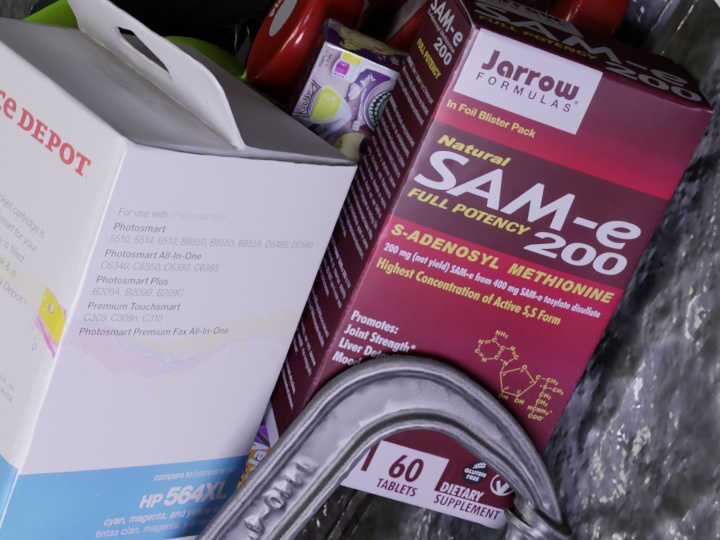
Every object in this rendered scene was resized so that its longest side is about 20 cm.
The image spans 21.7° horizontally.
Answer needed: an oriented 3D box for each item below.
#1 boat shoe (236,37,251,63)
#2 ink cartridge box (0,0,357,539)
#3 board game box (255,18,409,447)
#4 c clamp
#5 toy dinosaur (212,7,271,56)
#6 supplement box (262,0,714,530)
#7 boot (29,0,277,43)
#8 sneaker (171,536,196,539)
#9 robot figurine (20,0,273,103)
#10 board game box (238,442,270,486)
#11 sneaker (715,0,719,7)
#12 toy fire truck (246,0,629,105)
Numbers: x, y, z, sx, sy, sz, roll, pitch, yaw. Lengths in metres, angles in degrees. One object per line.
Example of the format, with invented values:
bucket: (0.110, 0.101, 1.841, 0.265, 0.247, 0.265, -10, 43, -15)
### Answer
boat shoe: (-0.107, -0.152, 1.136, 0.071, 0.069, 0.201, 33, 108, 60)
ink cartridge box: (-0.104, -0.007, 0.757, 0.128, 0.125, 0.201, 37, 113, 38)
board game box: (0.000, 0.000, 0.823, 0.032, 0.119, 0.201, -91, 24, -57)
c clamp: (0.012, 0.137, 0.763, 0.201, 0.170, 0.027, -56, 12, 13)
toy dinosaur: (-0.099, -0.101, 1.017, 0.136, 0.085, 0.201, -56, 13, 40)
supplement box: (0.046, -0.003, 0.754, 0.061, 0.108, 0.201, -111, 41, -62)
boot: (-0.084, -0.193, 0.932, 0.198, 0.073, 0.163, -16, 56, 50)
sneaker: (-0.134, 0.100, 0.947, 0.200, 0.074, 0.089, 12, 101, 63)
robot figurine: (-0.124, -0.046, 0.907, 0.199, 0.176, 0.116, -12, 21, 21)
board game box: (-0.068, 0.059, 0.991, 0.201, 0.045, 0.135, -66, 30, 20)
sneaker: (0.153, -0.056, 0.623, 0.100, 0.074, 0.200, -62, 32, 24)
toy fire truck: (0.042, -0.145, 0.843, 0.200, 0.112, 0.169, -43, 25, 45)
